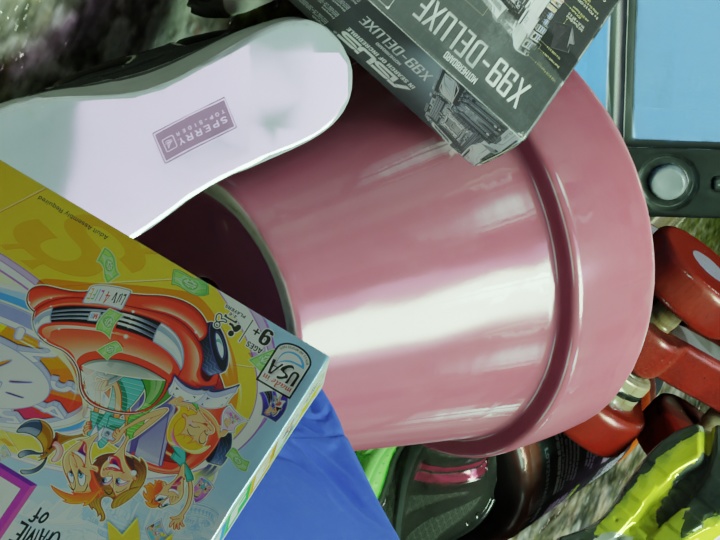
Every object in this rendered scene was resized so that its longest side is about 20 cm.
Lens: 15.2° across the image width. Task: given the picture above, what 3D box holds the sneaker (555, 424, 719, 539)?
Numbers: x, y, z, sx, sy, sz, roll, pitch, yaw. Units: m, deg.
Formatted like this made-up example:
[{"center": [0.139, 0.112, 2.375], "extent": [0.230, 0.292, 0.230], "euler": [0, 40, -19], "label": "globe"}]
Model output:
[{"center": [0.133, 0.167, 1.375], "extent": [0.200, 0.074, 0.085], "euler": [-36, 140, -16], "label": "sneaker"}]

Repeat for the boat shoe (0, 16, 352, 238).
[{"center": [-0.100, -0.055, 1.090], "extent": [0.200, 0.066, 0.070], "euler": [-28, 106, -25], "label": "boat shoe"}]

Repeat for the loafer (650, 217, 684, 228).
[{"center": [0.189, -0.070, 1.603], "extent": [0.200, 0.076, 0.068], "euler": [-52, 142, -30], "label": "loafer"}]

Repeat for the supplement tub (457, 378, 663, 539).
[{"center": [0.095, 0.076, 1.502], "extent": [0.200, 0.107, 0.107], "euler": [-27, 131, -54], "label": "supplement tub"}]

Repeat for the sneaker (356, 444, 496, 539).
[{"center": [0.036, 0.086, 1.377], "extent": [0.084, 0.077, 0.200], "euler": [17, 123, -31], "label": "sneaker"}]

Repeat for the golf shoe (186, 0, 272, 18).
[{"center": [0.001, -0.169, 1.180], "extent": [0.200, 0.088, 0.077], "euler": [-44, 145, -38], "label": "golf shoe"}]

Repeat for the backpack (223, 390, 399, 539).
[{"center": [-0.108, 0.121, 1.093], "extent": [0.162, 0.168, 0.200], "euler": [6, 138, -45], "label": "backpack"}]

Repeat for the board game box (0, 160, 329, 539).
[{"center": [-0.130, 0.038, 0.963], "extent": [0.135, 0.200, 0.034], "euler": [-58, 174, -22], "label": "board game box"}]

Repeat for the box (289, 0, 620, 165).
[{"center": [0.026, -0.168, 1.130], "extent": [0.158, 0.200, 0.050], "euler": [-56, -166, -25], "label": "box"}]

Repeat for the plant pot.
[{"center": [0.000, 0.000, 1.202], "extent": [0.179, 0.200, 0.201], "euler": [-18, 126, -38], "label": "plant pot"}]

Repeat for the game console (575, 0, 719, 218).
[{"center": [0.145, -0.102, 1.306], "extent": [0.116, 0.175, 0.201], "euler": [-77, 168, -66], "label": "game console"}]

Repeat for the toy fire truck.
[{"center": [0.156, 0.020, 1.453], "extent": [0.200, 0.168, 0.112], "euler": [26, 113, -35], "label": "toy fire truck"}]
